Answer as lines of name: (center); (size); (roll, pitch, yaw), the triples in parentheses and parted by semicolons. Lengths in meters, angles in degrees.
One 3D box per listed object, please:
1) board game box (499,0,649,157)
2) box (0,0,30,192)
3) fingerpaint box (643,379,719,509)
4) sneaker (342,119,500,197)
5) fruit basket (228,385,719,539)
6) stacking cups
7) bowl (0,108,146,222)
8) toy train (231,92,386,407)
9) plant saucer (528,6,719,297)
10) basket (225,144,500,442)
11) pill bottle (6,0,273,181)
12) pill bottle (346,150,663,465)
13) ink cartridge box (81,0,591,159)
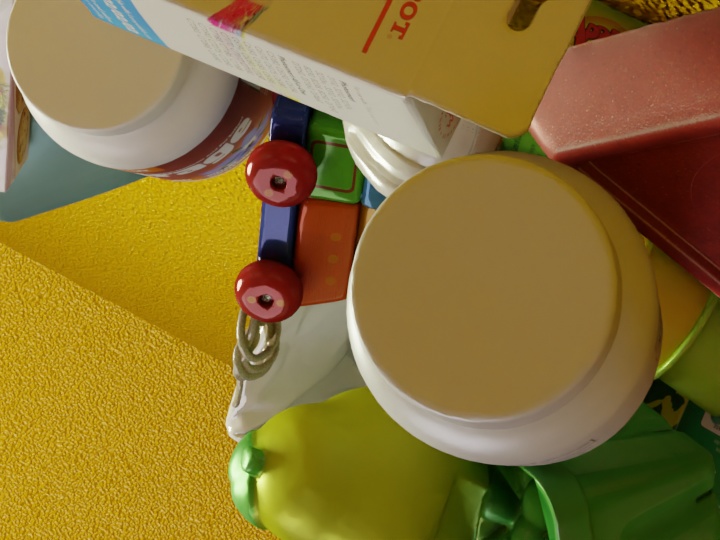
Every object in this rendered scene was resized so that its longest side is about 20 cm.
board game box: (0.120, -0.059, 0.898); (0.101, 0.048, 0.200); (27, 170, 6)
box: (-0.190, -0.133, 0.993); (0.039, 0.041, 0.201); (12, 125, 2)
fingerpaint box: (0.204, 0.113, 1.049); (0.200, 0.074, 0.167); (29, 170, -21)
sneaker: (0.005, -0.116, 0.869); (0.075, 0.089, 0.200); (-5, -138, -42)
fruit basket: (0.043, 0.116, 0.898); (0.215, 0.215, 0.156); (16, 124, 48)
stacking cups: (0.200, 0.059, 0.921); (0.200, 0.061, 0.060); (33, 170, -7)
bowl: (-0.221, -0.108, 1.140); (0.201, 0.105, 0.201); (52, -172, -10)
toy train: (0.000, 0.000, 0.962); (0.115, 0.085, 0.201); (10, 127, 3)
plant saucer: (0.182, -0.031, 0.741); (0.199, 0.037, 0.200); (-10, 146, 45)
basket: (0.032, 0.025, 1.073); (0.135, 0.200, 0.123); (31, -146, 8)
pill bottle: (-0.108, -0.104, 0.972); (0.112, 0.113, 0.200); (26, -177, 7)
pill bottle: (0.055, 0.016, 0.725); (0.114, 0.115, 0.200); (25, 179, 11)
ink cartridge box: (-0.002, -0.120, 0.708); (0.199, 0.115, 0.068); (24, 170, 19)
